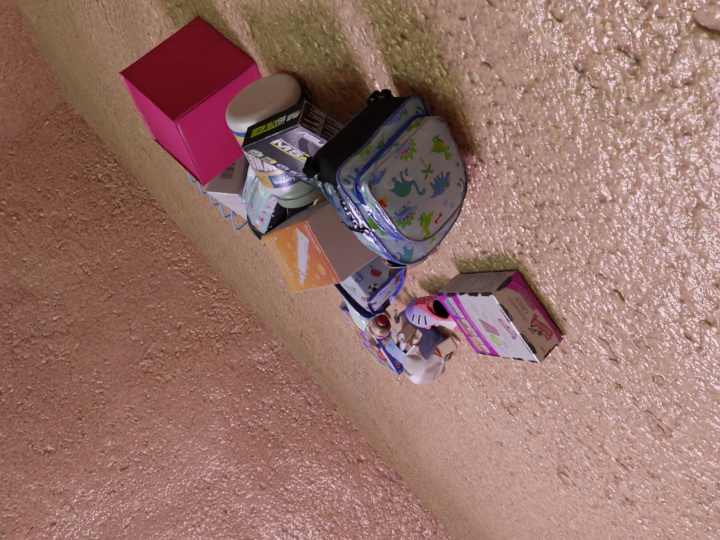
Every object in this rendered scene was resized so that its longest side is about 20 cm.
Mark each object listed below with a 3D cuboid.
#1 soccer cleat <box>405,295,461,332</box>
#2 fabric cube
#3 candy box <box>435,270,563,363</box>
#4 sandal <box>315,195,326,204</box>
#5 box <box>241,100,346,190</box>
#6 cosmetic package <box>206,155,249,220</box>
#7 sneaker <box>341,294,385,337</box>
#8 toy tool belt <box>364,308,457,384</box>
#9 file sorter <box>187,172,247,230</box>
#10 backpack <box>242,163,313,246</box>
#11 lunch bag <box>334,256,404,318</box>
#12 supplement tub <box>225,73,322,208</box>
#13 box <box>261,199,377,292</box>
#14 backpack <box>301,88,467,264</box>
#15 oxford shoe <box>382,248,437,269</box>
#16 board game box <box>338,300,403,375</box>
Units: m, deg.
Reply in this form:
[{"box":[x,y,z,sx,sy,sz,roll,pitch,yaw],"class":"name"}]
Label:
[{"box":[0.140,0.072,1.356,0.076,0.068,0.199,36,166,-29],"class":"soccer cleat"},{"box":[-0.319,-0.336,1.445,0.199,0.199,0.198,40,160,26],"class":"fabric cube"},{"box":[0.220,0.073,1.175,0.137,0.061,0.199,53,164,-11],"class":"candy box"},{"box":[-0.061,-0.133,1.414,0.053,0.082,0.199,29,175,-21],"class":"sandal"},{"box":[-0.064,-0.186,1.155,0.198,0.048,0.191,25,166,-33],"class":"box"},{"box":[-0.253,-0.187,1.618,0.083,0.110,0.200,6,167,18],"class":"cosmetic package"},{"box":[0.008,0.079,1.705,0.202,0.073,0.118,54,170,-5],"class":"sneaker"},{"box":[0.112,0.135,1.541,0.199,0.124,0.124,40,130,20],"class":"toy tool belt"},{"box":[-0.346,-0.228,1.883,0.200,0.122,0.139,46,163,13],"class":"file sorter"},{"box":[-0.169,-0.169,1.498,0.126,0.168,0.201,36,150,5],"class":"backpack"},{"box":[0.000,0.000,1.491,0.170,0.124,0.200,47,174,12],"class":"lunch bag"},{"box":[-0.138,-0.229,1.298,0.144,0.144,0.202,30,155,47],"class":"supplement tub"},{"box":[-0.077,-0.045,1.300,0.199,0.097,0.126,-14,109,59],"class":"box"},{"box":[0.055,-0.113,0.986,0.146,0.183,0.201,28,159,51],"class":"backpack"},{"box":[0.057,-0.048,1.306,0.071,0.075,0.199,54,165,-21],"class":"oxford shoe"},{"box":[0.036,0.170,1.891,0.202,0.045,0.134,58,162,-25],"class":"board game box"}]
